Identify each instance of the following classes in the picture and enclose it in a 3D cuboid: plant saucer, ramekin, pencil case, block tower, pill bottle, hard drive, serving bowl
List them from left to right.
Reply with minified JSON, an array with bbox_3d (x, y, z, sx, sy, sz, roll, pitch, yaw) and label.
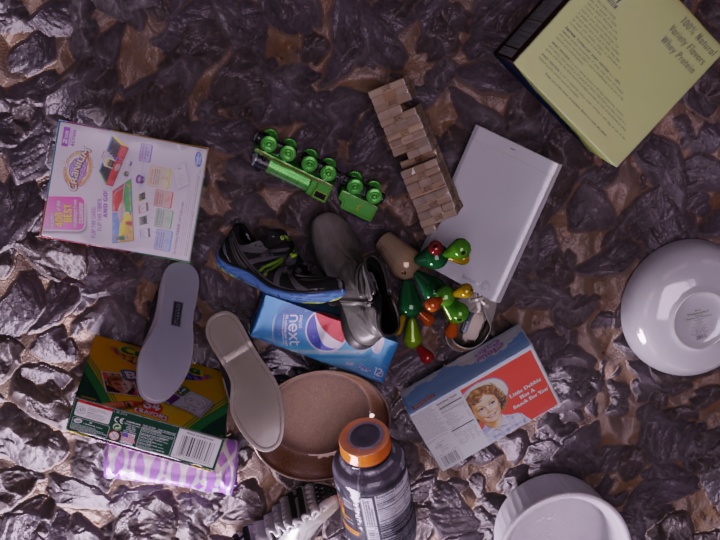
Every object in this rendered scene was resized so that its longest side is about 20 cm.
[{"bbox_3d":[-0.265,0.265,1.646,0.196,0.085,0.086,10,139,-7],"label":"pencil case"},{"bbox_3d":[-0.057,0.210,1.654,0.197,0.037,0.203,-4,125,-6],"label":"plant saucer"},{"bbox_3d":[0.018,0.299,1.641,0.104,0.107,0.202,-12,127,-3],"label":"pill bottle"},{"bbox_3d":[0.076,-0.155,1.565,0.057,0.054,0.203,-18,100,17],"label":"block tower"},{"bbox_3d":[0.172,-0.077,1.593,0.131,0.026,0.203,28,101,23],"label":"hard drive"},{"bbox_3d":[0.290,0.400,1.735,0.197,0.098,0.204,-1,106,-5],"label":"ramekin"},{"bbox_3d":[0.475,0.061,1.680,0.196,0.066,0.204,-2,106,-6],"label":"serving bowl"}]

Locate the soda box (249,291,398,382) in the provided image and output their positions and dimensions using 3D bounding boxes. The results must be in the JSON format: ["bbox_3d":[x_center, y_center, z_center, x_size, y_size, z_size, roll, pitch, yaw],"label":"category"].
[{"bbox_3d":[-0.051,0.085,1.626,0.197,0.068,0.065,20,102,-11],"label":"soda box"}]

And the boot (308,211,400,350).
[{"bbox_3d":[0.000,0.000,1.548,0.067,0.131,0.203,-16,79,-22],"label":"boot"}]

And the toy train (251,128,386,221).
[{"bbox_3d":[-0.059,-0.126,1.584,0.198,0.042,0.057,25,112,-12],"label":"toy train"}]

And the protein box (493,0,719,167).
[{"bbox_3d":[0.318,-0.284,1.532,0.198,0.135,0.200,41,98,-14],"label":"protein box"}]

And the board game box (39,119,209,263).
[{"bbox_3d":[-0.307,-0.103,1.543,0.196,0.040,0.156,11,90,-9],"label":"board game box"}]

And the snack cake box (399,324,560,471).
[{"bbox_3d":[0.169,0.180,1.668,0.198,0.067,0.116,-30,116,2],"label":"snack cake box"}]

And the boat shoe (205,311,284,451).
[{"bbox_3d":[-0.150,0.152,1.591,0.072,0.063,0.202,-24,72,-3],"label":"boat shoe"}]

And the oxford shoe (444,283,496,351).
[{"bbox_3d":[0.166,0.023,1.640,0.074,0.058,0.203,13,102,-8],"label":"oxford shoe"}]

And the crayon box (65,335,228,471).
[{"bbox_3d":[-0.276,0.173,1.569,0.197,0.173,0.059,18,112,-11],"label":"crayon box"}]

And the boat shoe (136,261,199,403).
[{"bbox_3d":[-0.253,0.086,1.553,0.068,0.057,0.203,19,59,-16],"label":"boat shoe"}]

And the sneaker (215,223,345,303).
[{"bbox_3d":[-0.106,-0.010,1.555,0.197,0.070,0.084,23,95,28],"label":"sneaker"}]

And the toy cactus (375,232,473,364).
[{"bbox_3d":[0.077,0.019,1.589,0.101,0.165,0.202,-28,151,-33],"label":"toy cactus"}]

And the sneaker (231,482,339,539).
[{"bbox_3d":[-0.103,0.379,1.703,0.199,0.075,0.081,-36,115,14],"label":"sneaker"}]
